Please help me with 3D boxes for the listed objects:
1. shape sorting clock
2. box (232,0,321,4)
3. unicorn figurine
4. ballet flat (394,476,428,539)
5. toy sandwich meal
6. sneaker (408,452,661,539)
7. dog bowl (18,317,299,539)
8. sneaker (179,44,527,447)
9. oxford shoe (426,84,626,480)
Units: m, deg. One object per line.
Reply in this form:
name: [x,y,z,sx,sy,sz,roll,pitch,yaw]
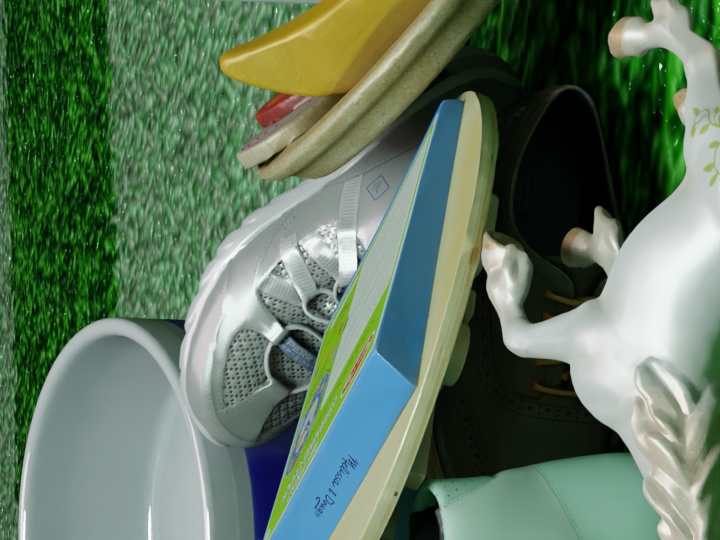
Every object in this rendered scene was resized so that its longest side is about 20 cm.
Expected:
shape sorting clock: [0.012,0.032,0.932,0.200,0.039,0.201,-158,90,-84]
box: [-0.014,-0.230,1.189,0.102,0.112,0.201,-104,19,-46]
unicorn figurine: [0.098,0.009,0.797,0.137,0.074,0.201,54,136,50]
ballet flat: [0.024,0.131,1.021,0.071,0.069,0.201,80,-178,-51]
toy sandwich meal: [0.012,-0.125,0.985,0.205,0.070,0.205,-49,10,12]
sneaker: [0.060,0.162,0.857,0.074,0.118,0.201,143,125,-70]
dog bowl: [-0.083,0.122,1.186,0.200,0.078,0.201,-6,83,59]
sneaker: [0.000,0.000,1.056,0.200,0.075,0.082,-51,38,14]
oxford shoe: [0.064,0.028,0.952,0.073,0.071,0.201,138,132,-65]
